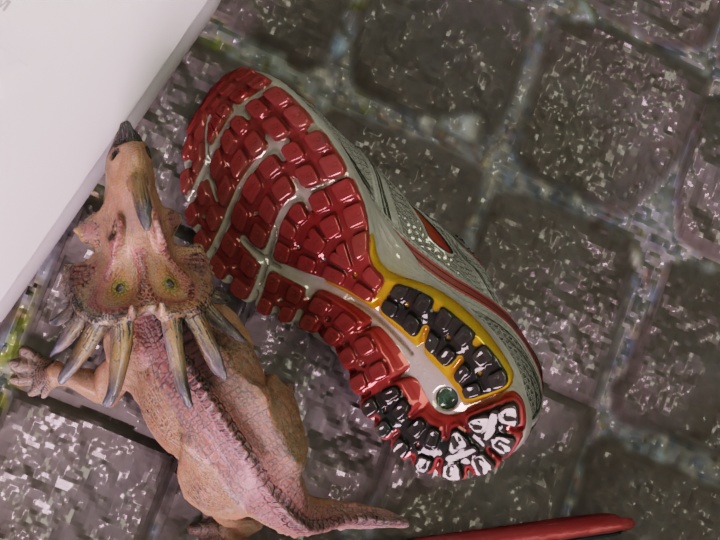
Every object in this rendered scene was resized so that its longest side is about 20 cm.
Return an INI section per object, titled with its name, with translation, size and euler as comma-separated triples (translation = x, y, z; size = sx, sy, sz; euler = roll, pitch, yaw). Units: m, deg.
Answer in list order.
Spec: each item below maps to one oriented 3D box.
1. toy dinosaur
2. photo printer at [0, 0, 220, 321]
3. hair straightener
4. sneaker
[toy dinosaur]
translation = -0.059, 0.050, 0.825
size = 0.086, 0.135, 0.200
euler = -45, 97, -16
[photo printer]
translation = -0.152, -0.105, 0.821
size = 0.166, 0.069, 0.201
euler = 35, 93, -14
[hair straightener]
translation = 0.024, 0.149, 0.887
size = 0.198, 0.041, 0.078
euler = -4, 85, -16
[sneaker]
translation = 0.000, 0.000, 0.887
size = 0.078, 0.082, 0.201
euler = -42, 81, 22
